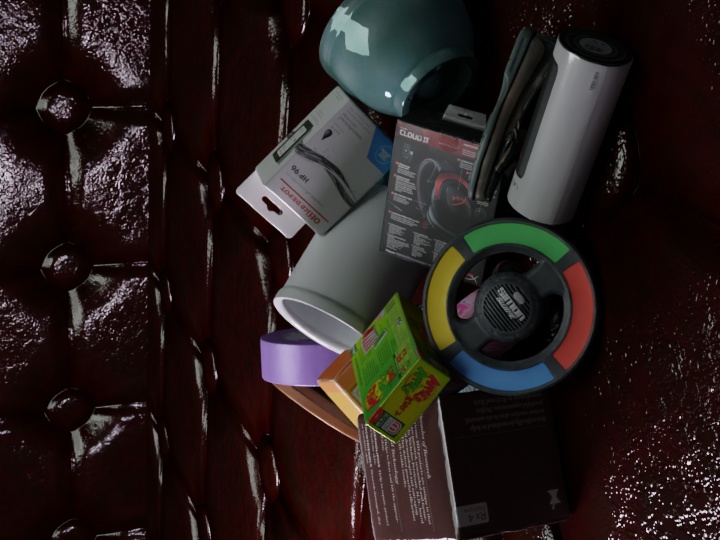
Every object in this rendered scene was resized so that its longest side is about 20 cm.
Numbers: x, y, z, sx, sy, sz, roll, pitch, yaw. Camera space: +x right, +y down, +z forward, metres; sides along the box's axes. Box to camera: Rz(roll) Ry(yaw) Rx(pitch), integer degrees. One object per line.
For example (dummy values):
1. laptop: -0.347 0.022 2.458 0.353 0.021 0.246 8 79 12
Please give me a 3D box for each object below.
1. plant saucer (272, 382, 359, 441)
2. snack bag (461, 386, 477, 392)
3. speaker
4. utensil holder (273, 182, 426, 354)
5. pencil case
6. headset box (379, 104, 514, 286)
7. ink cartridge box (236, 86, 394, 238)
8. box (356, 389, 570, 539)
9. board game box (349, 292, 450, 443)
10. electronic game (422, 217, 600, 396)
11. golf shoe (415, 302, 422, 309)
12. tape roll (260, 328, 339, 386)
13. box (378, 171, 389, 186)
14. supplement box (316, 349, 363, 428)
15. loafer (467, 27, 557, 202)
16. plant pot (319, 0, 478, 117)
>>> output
1. plant saucer: -0.060 0.219 1.793 0.032 0.200 0.200 -57 27 -1
2. snack bag: 0.119 0.172 1.532 0.189 0.021 0.201 -128 43 -52
3. speaker: 0.220 -0.149 1.158 0.081 0.081 0.200 -118 32 -44
4. utensil holder: 0.000 0.000 1.505 0.200 0.170 0.170 -61 15 -19
5. pencil case: 0.141 0.074 1.327 0.200 0.087 0.088 -46 50 40
6. headset box: 0.114 -0.102 1.338 0.148 0.075 0.201 19 119 24
7. ink cartridge box: -0.055 -0.130 1.448 0.200 0.116 0.068 -44 29 8
8. box: 0.121 0.238 1.332 0.200 0.165 0.165 -25 70 58
9. board game box: 0.044 0.112 1.312 0.102 0.048 0.200 -52 17 13
10. electronic game: 0.166 0.041 1.218 0.042 0.199 0.201 -8 -86 -72
11. golf shoe: 0.083 0.094 1.516 0.200 0.072 0.092 -45 24 60
12. tape roll: -0.058 0.132 1.724 0.200 0.199 0.066 -168 75 -67
13. box: 0.075 -0.129 1.508 0.200 0.082 0.049 166 99 -68
14. supplement box: 0.034 0.200 1.488 0.200 0.069 0.066 51 157 -12
15. loafer: 0.176 -0.167 1.210 0.072 0.063 0.201 -7 -64 -78
16. plant pot: 0.067 -0.273 1.386 0.134 0.200 0.201 55 146 24
